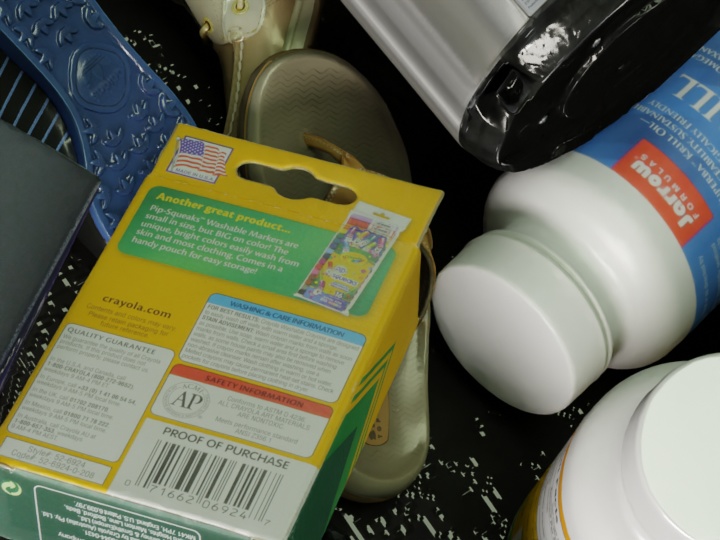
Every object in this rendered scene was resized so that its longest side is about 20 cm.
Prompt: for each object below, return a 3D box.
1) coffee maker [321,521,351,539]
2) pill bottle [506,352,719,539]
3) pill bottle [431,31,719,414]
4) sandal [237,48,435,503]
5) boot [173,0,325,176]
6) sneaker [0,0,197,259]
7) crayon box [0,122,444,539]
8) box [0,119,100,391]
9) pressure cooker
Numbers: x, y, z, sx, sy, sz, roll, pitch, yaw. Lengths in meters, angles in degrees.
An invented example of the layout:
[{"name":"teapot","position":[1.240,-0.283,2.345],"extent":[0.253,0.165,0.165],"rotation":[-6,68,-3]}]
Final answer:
[{"name":"coffee maker","position":[-0.080,0.193,1.135],"extent":[0.199,0.135,0.192],"rotation":[-23,49,-28]},{"name":"pill bottle","position":[0.130,0.103,1.183],"extent":[0.110,0.200,0.112],"rotation":[3,70,-8]},{"name":"pill bottle","position":[0.127,-0.026,1.301],"extent":[0.112,0.112,0.200],"rotation":[45,60,5]},{"name":"sandal","position":[0.000,0.000,1.244],"extent":[0.080,0.054,0.201],"rotation":[-7,86,-28]},{"name":"boot","position":[-0.091,-0.138,1.301],"extent":[0.154,0.072,0.201],"rotation":[9,81,-3]},{"name":"sneaker","position":[-0.132,-0.069,1.263],"extent":[0.070,0.078,0.201],"rotation":[-38,103,-32]},{"name":"crayon box","position":[-0.054,0.037,1.163],"extent":[0.125,0.052,0.201],"rotation":[15,49,13]},{"name":"box","position":[-0.194,0.038,1.109],"extent":[0.104,0.200,0.149],"rotation":[28,60,-4]},{"name":"pressure cooker","position":[0.061,-0.167,1.210],"extent":[0.175,0.179,0.200],"rotation":[-33,75,-28]}]
